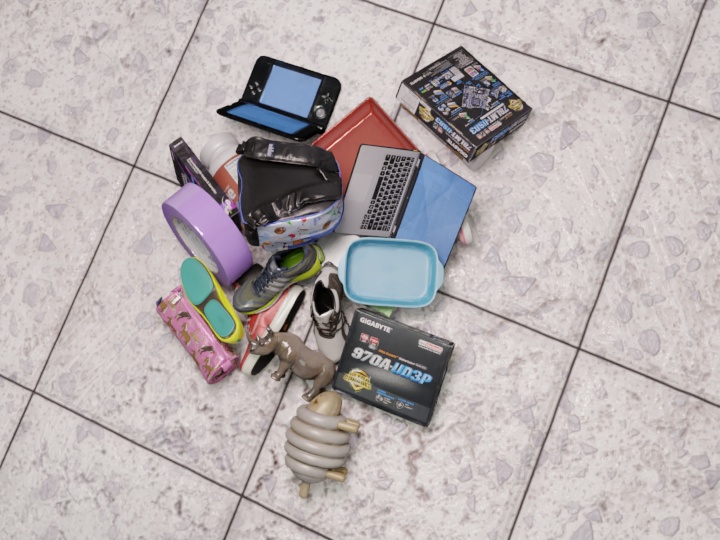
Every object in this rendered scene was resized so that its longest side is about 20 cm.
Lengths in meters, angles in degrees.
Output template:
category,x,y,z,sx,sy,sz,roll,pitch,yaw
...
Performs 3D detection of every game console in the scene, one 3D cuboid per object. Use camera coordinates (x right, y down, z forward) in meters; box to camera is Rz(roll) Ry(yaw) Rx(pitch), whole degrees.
category,x,y,z,sx,sy,sz,roll,pitch,yaw
game console,-0.161,-0.348,1.710,0.196,0.116,0.179,20,83,12

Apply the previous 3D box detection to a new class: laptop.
category,x,y,z,sx,sy,sz,roll,pitch,yaw
laptop,0.077,-0.112,1.562,0.196,0.190,0.117,3,35,-26

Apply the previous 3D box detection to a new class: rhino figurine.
category,x,y,z,sx,sy,sz,roll,pitch,yaw
rhino figurine,-0.132,0.166,1.592,0.198,0.060,0.088,35,94,-15

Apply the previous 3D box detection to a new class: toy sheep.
category,x,y,z,sx,sy,sz,roll,pitch,yaw
toy sheep,-0.077,0.319,1.559,0.135,0.138,0.205,15,88,12

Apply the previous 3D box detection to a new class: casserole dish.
category,x,y,z,sx,sy,sz,roll,pitch,yaw
casserole dish,0.055,0.004,1.570,0.195,0.039,0.124,4,89,-5

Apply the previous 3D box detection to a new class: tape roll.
category,x,y,z,sx,sy,sz,roll,pitch,yaw
tape roll,-0.293,-0.067,1.629,0.065,0.201,0.200,-40,74,-19

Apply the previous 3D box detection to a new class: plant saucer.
category,x,y,z,sx,sy,sz,roll,pitch,yaw
plant saucer,-0.002,-0.217,1.673,0.198,0.037,0.201,-38,57,1

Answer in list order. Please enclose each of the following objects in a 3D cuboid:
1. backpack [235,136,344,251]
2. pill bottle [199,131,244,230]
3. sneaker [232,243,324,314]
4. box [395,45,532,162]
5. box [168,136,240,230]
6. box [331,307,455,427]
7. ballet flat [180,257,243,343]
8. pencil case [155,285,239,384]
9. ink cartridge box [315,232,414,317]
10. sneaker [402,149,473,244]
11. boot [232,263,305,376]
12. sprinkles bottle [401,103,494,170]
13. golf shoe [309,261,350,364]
category,x,y,z,sx,sy,sz,roll,pitch,yaw
backpack,-0.121,-0.132,1.535,0.186,0.155,0.204,-10,63,3
pill bottle,-0.232,-0.173,1.690,0.112,0.112,0.201,-39,75,0
sneaker,-0.164,0.007,1.600,0.199,0.081,0.074,-38,67,3
box,0.199,-0.321,1.627,0.198,0.050,0.199,44,54,13
box,-0.305,-0.149,1.681,0.036,0.144,0.201,-33,73,-17
box,0.061,0.179,1.584,0.196,0.046,0.162,20,98,13
ballet flat,-0.283,0.062,1.636,0.067,0.067,0.201,-40,63,6
pencil case,-0.316,0.125,1.657,0.082,0.086,0.201,-40,75,6
ink cartridge box,0.000,0.000,1.642,0.197,0.059,0.105,30,86,14
sneaker,0.139,-0.123,1.637,0.103,0.075,0.203,-26,72,5
boot,-0.213,0.093,1.657,0.142,0.073,0.203,25,77,14
sprinkles bottle,0.170,-0.284,1.665,0.068,0.068,0.200,-46,75,-2
golf shoe,-0.066,0.090,1.591,0.076,0.094,0.205,5,110,21
